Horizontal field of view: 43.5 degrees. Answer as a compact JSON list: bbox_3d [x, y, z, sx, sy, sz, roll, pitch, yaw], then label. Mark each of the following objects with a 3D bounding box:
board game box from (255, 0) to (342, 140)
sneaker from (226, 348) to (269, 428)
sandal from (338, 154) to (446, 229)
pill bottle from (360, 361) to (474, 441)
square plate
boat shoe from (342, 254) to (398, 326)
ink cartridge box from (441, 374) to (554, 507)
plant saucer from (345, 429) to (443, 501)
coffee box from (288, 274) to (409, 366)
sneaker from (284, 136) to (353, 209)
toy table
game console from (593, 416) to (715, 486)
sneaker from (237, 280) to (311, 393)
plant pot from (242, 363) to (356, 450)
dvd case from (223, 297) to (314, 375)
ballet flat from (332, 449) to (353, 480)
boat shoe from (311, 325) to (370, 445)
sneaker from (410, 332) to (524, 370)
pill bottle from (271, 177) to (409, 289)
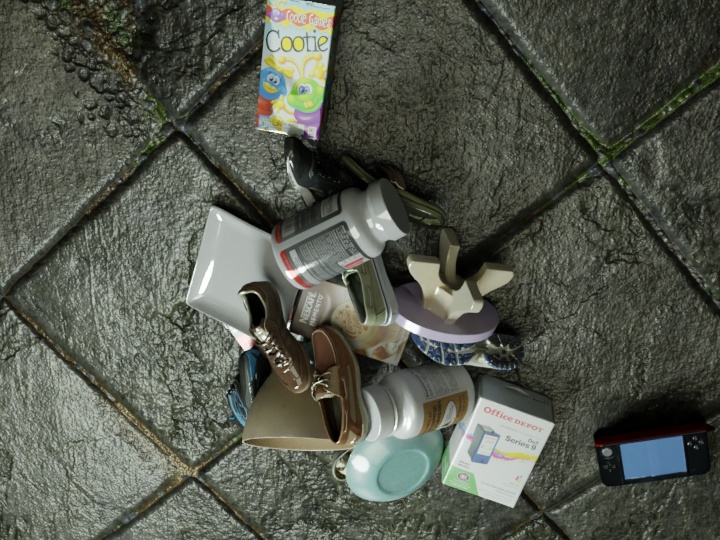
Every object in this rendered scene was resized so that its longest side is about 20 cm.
[{"bbox_3d":[-0.092,-0.318,1.373,0.102,0.105,0.202,10,117,2],"label":"board game box"},{"bbox_3d":[-0.212,0.223,1.651,0.081,0.073,0.202,14,128,17],"label":"sneaker"},{"bbox_3d":[0.054,-0.133,1.468,0.199,0.080,0.058,28,75,1],"label":"sandal"},{"bbox_3d":[0.089,0.225,1.550,0.198,0.114,0.116,-10,122,-33],"label":"pill bottle"},{"bbox_3d":[-0.195,0.012,1.565,0.196,0.028,0.202,25,116,11],"label":"square plate"},{"bbox_3d":[0.000,0.000,1.473,0.061,0.202,0.072,-4,146,-35],"label":"boat shoe"},{"bbox_3d":[0.247,0.308,1.637,0.144,0.088,0.202,20,113,-2],"label":"ink cartridge box"},{"bbox_3d":[0.072,0.359,1.661,0.198,0.039,0.203,-12,124,-18],"label":"plant saucer"},{"bbox_3d":[-0.012,0.073,1.551,0.198,0.080,0.116,17,110,-5],"label":"coffee box"},{"bbox_3d":[-0.059,-0.153,1.429,0.086,0.077,0.200,-9,153,12],"label":"sneaker"},{"bbox_3d":[0.151,0.031,1.480,0.198,0.185,0.118,-2,132,-28],"label":"toy table"},{"bbox_3d":[0.520,0.330,1.594,0.197,0.119,0.174,-10,113,13],"label":"game console"},{"bbox_3d":[-0.150,0.114,1.497,0.070,0.075,0.202,-33,76,28],"label":"sneaker"},{"bbox_3d":[-0.105,0.238,1.586,0.197,0.201,0.136,-1,72,8],"label":"plant pot"},{"bbox_3d":[-0.135,0.137,1.641,0.145,0.022,0.201,-29,107,19],"label":"dvd case"},{"bbox_3d":[0.026,0.332,1.689,0.199,0.064,0.067,-38,107,21],"label":"ballet flat"},{"bbox_3d":[-0.043,0.189,1.480,0.075,0.071,0.202,-26,79,42],"label":"boat shoe"},{"bbox_3d":[0.176,0.133,1.556,0.197,0.085,0.078,16,81,-10],"label":"sneaker"},{"bbox_3d":[-0.031,-0.059,1.412,0.198,0.116,0.117,-24,110,20],"label":"pill bottle"}]
